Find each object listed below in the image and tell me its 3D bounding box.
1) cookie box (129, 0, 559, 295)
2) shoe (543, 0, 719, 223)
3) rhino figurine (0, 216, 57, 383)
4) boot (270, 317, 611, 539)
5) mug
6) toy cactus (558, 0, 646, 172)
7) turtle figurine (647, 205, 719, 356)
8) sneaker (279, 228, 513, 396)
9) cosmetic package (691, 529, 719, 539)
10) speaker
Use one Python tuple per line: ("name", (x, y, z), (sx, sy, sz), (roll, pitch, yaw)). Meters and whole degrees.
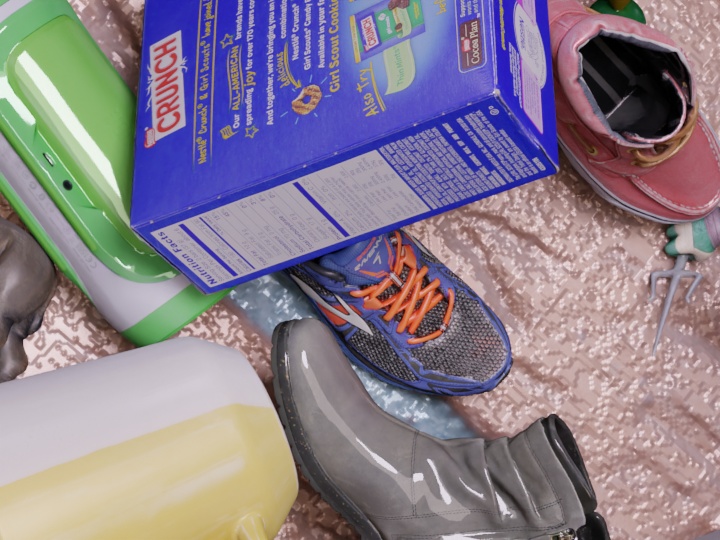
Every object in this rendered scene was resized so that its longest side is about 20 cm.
("cookie box", (-0.010, -0.099, 1.173), (0.200, 0.075, 0.171), (-19, 49, 23))
("shoe", (0.146, -0.076, 1.237), (0.200, 0.091, 0.072), (40, 88, -36))
("rhino figurine", (-0.247, -0.017, 1.219), (0.200, 0.060, 0.088), (30, 67, -8))
("boot", (0.047, 0.095, 1.201), (0.131, 0.068, 0.200), (-22, 101, 21))
("mug", (-0.109, 0.123, 1.194), (0.153, 0.149, 0.187), (-23, 82, -14))
("toy cactus", (0.101, -0.100, 1.304), (0.200, 0.102, 0.165), (-49, 117, -14))
("turtle figurine", (0.259, -0.007, 1.324), (0.150, 0.101, 0.200), (38, 73, -8))
("sneaker", (0.000, 0.000, 1.268), (0.200, 0.078, 0.075), (37, 80, -9))
("cosmetic package", (0.220, 0.193, 1.312), (0.200, 0.071, 0.102), (-19, 91, -13))
("speaker", (-0.144, -0.059, 1.234), (0.088, 0.088, 0.200), (-37, 95, -13))
